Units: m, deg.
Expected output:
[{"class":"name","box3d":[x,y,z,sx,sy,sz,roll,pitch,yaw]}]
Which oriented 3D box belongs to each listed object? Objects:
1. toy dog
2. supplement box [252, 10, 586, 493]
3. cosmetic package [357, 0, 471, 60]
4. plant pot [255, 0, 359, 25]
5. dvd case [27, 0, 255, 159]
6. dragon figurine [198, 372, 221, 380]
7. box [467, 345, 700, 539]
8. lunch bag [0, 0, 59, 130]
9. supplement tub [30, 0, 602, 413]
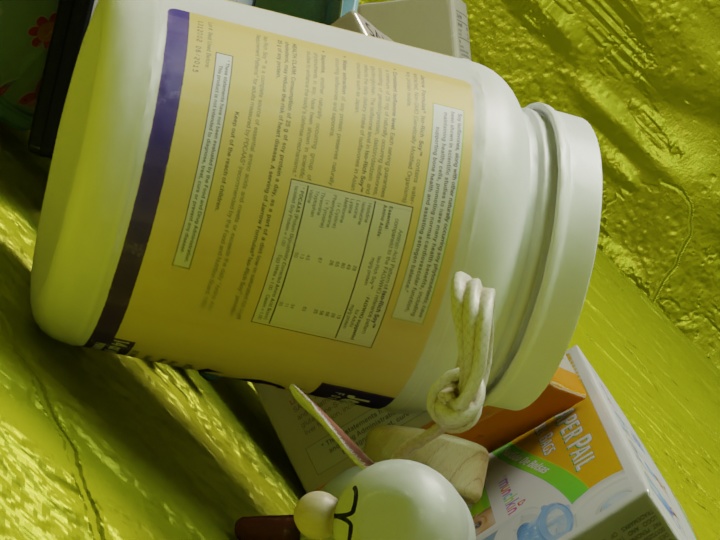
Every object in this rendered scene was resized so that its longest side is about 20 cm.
[{"class":"toy dog","box3d":[-0.006,0.091,0.821,0.200,0.096,0.132,87,10,-58]},{"class":"supplement box","box3d":[0.000,0.000,1.052,0.200,0.126,0.074,63,14,17]},{"class":"cosmetic package","box3d":[0.047,-0.095,1.648,0.104,0.073,0.201,-12,96,-81]},{"class":"plant pot","box3d":[-0.091,-0.218,1.261,0.196,0.201,0.200,11,10,1]},{"class":"dvd case","box3d":[-0.095,-0.115,1.078,0.018,0.143,0.200,13,2,16]},{"class":"dragon figurine","box3d":[-0.082,-0.054,1.014,0.059,0.099,0.200,36,31,-73]},{"class":"box","box3d":[0.094,0.130,1.039,0.101,0.112,0.200,56,5,-15]},{"class":"lunch bag","box3d":[-0.206,-0.161,1.074,0.200,0.077,0.160,41,9,-35]},{"class":"supplement tub","box3d":[-0.019,-0.024,0.898,0.199,0.146,0.145,13,18,-13]}]
